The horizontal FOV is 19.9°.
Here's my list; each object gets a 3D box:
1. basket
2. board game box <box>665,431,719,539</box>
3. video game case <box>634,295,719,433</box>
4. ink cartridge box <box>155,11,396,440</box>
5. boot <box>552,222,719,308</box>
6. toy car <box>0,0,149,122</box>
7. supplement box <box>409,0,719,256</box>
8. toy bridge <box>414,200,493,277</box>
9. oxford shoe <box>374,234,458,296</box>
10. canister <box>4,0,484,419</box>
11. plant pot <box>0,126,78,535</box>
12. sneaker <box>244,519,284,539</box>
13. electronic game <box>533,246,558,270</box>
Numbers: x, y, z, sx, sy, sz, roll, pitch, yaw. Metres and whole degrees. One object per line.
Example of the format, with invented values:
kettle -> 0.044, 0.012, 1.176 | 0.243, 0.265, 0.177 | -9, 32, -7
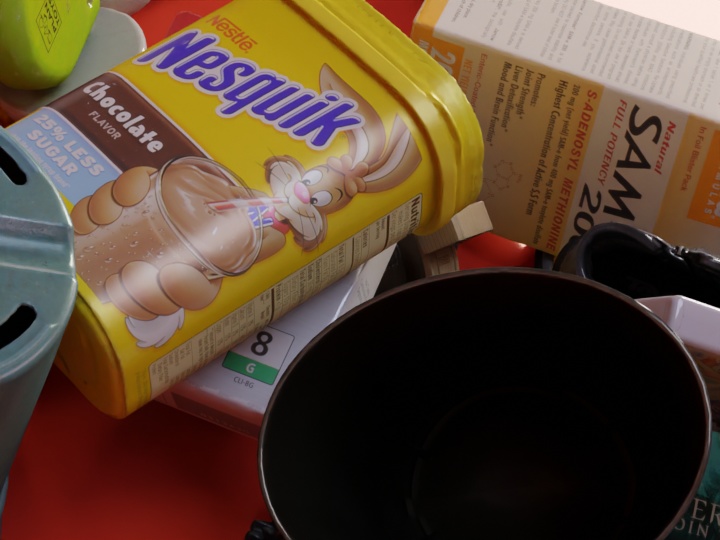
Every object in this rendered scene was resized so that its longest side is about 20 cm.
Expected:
basket -> 0.066, 0.089, 0.891 | 0.179, 0.200, 0.137 | -9, 75, 10
board game box -> 0.207, 0.094, 1.102 | 0.198, 0.028, 0.137 | 17, 77, -17
video game case -> 0.176, 0.053, 0.964 | 0.199, 0.182, 0.022 | 19, 78, -23
ink cartridge box -> -0.063, -0.032, 0.978 | 0.160, 0.050, 0.201 | 19, 70, 14
boot -> 0.191, 0.027, 1.005 | 0.198, 0.132, 0.070 | 11, 88, -3
toy car -> -0.188, -0.173, 1.050 | 0.148, 0.176, 0.201 | -3, 49, 10
supplement box -> 0.121, -0.075, 1.123 | 0.198, 0.127, 0.074 | 18, 44, 9
toy bridge -> 0.067, 0.063, 1.049 | 0.027, 0.067, 0.202 | -18, 86, -38
oxford shoe -> 0.000, 0.000, 1.057 | 0.073, 0.085, 0.200 | 42, 43, 8
canister -> -0.066, -0.039, 0.912 | 0.199, 0.087, 0.148 | -33, 58, -25
plant pot -> -0.212, 0.039, 0.817 | 0.199, 0.196, 0.201 | 16, 48, -18
sneaker -> -0.013, 0.170, 0.922 | 0.097, 0.071, 0.201 | 30, 41, -16
electronic game -> 0.188, 0.028, 1.178 | 0.198, 0.042, 0.201 | 17, 48, -19
